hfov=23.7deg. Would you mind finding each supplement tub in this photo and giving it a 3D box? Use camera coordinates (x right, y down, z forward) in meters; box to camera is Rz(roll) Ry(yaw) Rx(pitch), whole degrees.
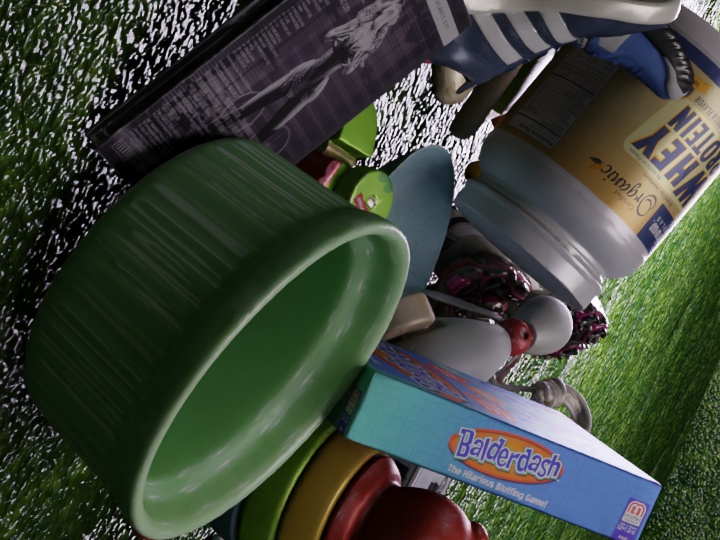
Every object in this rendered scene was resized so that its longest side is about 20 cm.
[{"bbox_3d":[0.175,-0.086,1.215,0.200,0.144,0.144,-50,160,-2],"label":"supplement tub"}]

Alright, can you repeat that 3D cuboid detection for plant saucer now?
[{"bbox_3d":[0.000,0.000,1.174,0.201,0.039,0.201,-51,156,-32],"label":"plant saucer"}]

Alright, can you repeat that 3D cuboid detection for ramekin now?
[{"bbox_3d":[-0.076,0.029,0.875,0.200,0.098,0.200,-44,160,-21],"label":"ramekin"}]

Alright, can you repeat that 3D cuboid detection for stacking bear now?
[{"bbox_3d":[-0.023,0.142,1.044,0.121,0.200,0.114,-43,151,-46],"label":"stacking bear"}]

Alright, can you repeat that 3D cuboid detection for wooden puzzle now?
[{"bbox_3d":[0.151,-0.183,1.255,0.185,0.037,0.200,-57,171,25],"label":"wooden puzzle"}]

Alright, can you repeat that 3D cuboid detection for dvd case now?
[{"bbox_3d":[-0.035,-0.101,0.879,0.200,0.016,0.149,-38,158,-1],"label":"dvd case"}]

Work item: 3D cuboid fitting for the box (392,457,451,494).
[{"bbox_3d":[0.006,0.221,1.428,0.200,0.060,0.117,-63,161,-5],"label":"box"}]

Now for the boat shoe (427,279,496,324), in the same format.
[{"bbox_3d":[0.074,0.037,1.380,0.066,0.072,0.201,-38,-173,24],"label":"boat shoe"}]

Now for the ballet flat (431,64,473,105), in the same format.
[{"bbox_3d":[0.103,-0.201,1.161,0.200,0.057,0.066,-63,162,-3],"label":"ballet flat"}]

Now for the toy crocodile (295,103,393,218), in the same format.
[{"bbox_3d":[-0.040,-0.016,1.011,0.062,0.067,0.201,28,86,-49],"label":"toy crocodile"}]

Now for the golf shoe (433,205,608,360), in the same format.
[{"bbox_3d":[0.127,0.006,1.342,0.073,0.092,0.200,-34,141,24],"label":"golf shoe"}]

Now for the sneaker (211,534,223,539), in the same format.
[{"bbox_3d":[-0.041,0.217,1.255,0.200,0.091,0.078,-26,138,-61],"label":"sneaker"}]

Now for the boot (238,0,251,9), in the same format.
[{"bbox_3d":[0.001,-0.192,0.914,0.147,0.070,0.200,-63,161,14],"label":"boot"}]

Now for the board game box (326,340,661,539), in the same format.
[{"bbox_3d":[0.062,0.093,1.040,0.045,0.200,0.152,-66,-158,5],"label":"board game box"}]

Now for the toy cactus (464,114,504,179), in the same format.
[{"bbox_3d":[0.176,-0.076,1.370,0.200,0.164,0.103,-8,101,-73],"label":"toy cactus"}]

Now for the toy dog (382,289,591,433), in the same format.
[{"bbox_3d":[0.063,0.067,1.210,0.200,0.096,0.132,15,60,-42],"label":"toy dog"}]

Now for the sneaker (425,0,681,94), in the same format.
[{"bbox_3d":[0.094,-0.150,1.047,0.075,0.199,0.085,-102,-164,-49],"label":"sneaker"}]

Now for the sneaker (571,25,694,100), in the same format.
[{"bbox_3d":[0.134,-0.176,1.111,0.077,0.200,0.076,-46,-169,14],"label":"sneaker"}]
